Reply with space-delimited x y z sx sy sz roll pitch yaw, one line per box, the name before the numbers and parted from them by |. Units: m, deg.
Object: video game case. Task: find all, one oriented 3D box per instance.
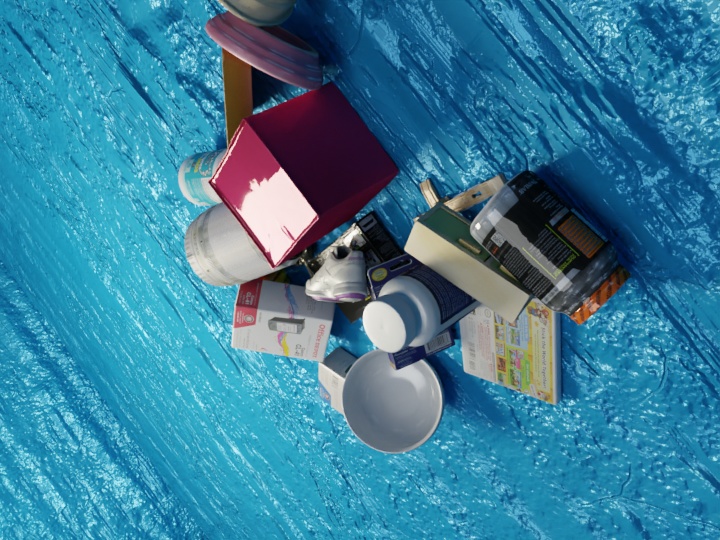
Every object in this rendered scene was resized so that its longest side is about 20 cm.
video game case | 0.245 0.111 1.141 0.181 0.023 0.201 16 127 39

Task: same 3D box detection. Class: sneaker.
sneaker | -0.039 0.008 1.251 0.200 0.075 0.100 -8 79 62

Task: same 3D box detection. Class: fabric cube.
fabric cube | -0.099 -0.158 1.160 0.197 0.199 0.200 52 142 2

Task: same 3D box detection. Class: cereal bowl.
cereal bowl | 0.069 0.247 1.329 0.199 0.083 0.201 -2 83 18

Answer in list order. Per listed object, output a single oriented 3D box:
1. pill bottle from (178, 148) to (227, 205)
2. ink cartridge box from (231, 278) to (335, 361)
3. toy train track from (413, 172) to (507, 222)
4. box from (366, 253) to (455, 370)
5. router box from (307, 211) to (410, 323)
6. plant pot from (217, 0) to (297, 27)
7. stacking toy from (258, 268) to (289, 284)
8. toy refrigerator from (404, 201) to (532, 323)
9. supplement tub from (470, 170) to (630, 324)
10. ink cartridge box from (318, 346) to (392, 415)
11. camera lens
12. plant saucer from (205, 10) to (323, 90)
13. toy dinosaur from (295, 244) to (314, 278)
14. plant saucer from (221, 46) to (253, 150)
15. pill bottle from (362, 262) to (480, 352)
pill bottle | -0.272 -0.189 1.390 0.199 0.111 0.111 2 119 45
ink cartridge box | -0.160 0.102 1.425 0.199 0.086 0.148 10 136 -4
toy train track | 0.147 -0.100 1.078 0.200 0.032 0.115 -25 98 51
box | 0.086 0.062 1.194 0.032 0.121 0.201 -136 27 -64
router box | 0.000 0.000 1.290 0.149 0.051 0.200 53 142 -1
plant pot | -0.111 -0.479 0.963 0.183 0.200 0.201 -20 102 40
stacking toy | -0.186 0.039 1.493 0.200 0.116 0.110 52 167 -23
toy refrigerator | 0.173 -0.017 1.036 0.200 0.076 0.070 36 134 16
supplement tub | 0.258 -0.030 0.940 0.200 0.122 0.123 46 141 12
ink cartridge box | 0.004 0.266 1.470 0.199 0.067 0.117 30 136 28
camera lens | -0.214 -0.065 1.310 0.199 0.160 0.161 -19 103 32
plant saucer | -0.142 -0.354 1.084 0.200 0.200 0.051 39 112 19
toy dinosaur | -0.121 -0.038 1.398 0.088 0.047 0.201 0 121 39
plant saucer | -0.215 -0.318 1.218 0.200 0.048 0.201 -105 15 -52
pill bottle | 0.097 0.050 1.072 0.111 0.200 0.112 20 122 36
